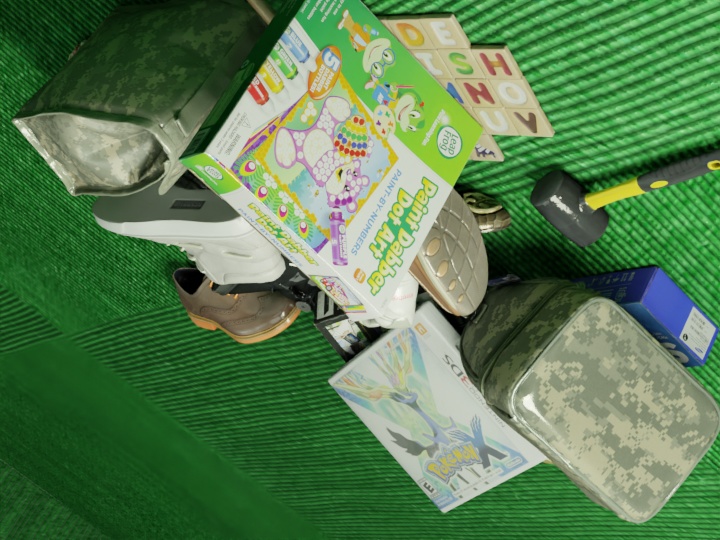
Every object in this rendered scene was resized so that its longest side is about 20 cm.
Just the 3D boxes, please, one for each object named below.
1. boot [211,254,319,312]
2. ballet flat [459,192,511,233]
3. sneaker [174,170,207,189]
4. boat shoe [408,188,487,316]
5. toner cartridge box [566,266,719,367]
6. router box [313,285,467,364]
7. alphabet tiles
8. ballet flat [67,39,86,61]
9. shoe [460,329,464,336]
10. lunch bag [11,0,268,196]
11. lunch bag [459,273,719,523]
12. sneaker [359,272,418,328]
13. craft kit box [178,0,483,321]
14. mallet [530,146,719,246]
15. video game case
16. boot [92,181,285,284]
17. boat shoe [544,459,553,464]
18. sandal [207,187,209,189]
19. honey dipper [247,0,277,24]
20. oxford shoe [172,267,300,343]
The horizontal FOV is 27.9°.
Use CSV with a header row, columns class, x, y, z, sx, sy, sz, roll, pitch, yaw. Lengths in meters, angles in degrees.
class,x,y,z,sx,sy,sz,roll,pitch,yaw
boot,-0.050,0.025,1.569,0.199,0.066,0.165,22,166,-16
ballet flat,0.047,-0.066,1.322,0.199,0.067,0.047,12,105,36
sneaker,-0.202,-0.116,1.475,0.091,0.078,0.200,20,152,29
boat shoe,0.040,-0.048,1.244,0.072,0.076,0.201,-13,113,51
toner cartridge box,0.225,0.051,1.347,0.095,0.043,0.200,43,152,-22
router box,0.064,0.075,1.486,0.148,0.051,0.200,-19,132,21
alphabet tiles,0.059,-0.149,1.205,0.199,0.008,0.167,8,146,41
ballet flat,-0.280,-0.160,1.488,0.075,0.064,0.200,30,154,2
shoe,0.175,0.118,1.389,0.199,0.072,0.091,30,158,6
lunch bag,-0.176,-0.153,1.270,0.199,0.164,0.118,2,137,47
lunch bag,0.188,0.101,1.268,0.200,0.140,0.168,41,174,-20
sneaker,0.000,0.000,1.367,0.200,0.077,0.100,-131,37,-65
craft kit box,-0.016,-0.098,1.138,0.197,0.201,0.048,44,150,-27
mallet,0.212,-0.073,1.149,0.066,0.041,0.200,34,151,-16
video game case,0.073,0.137,1.402,0.182,0.022,0.200,49,144,0
boot,-0.167,-0.029,1.410,0.199,0.074,0.096,8,135,33
boat shoe,0.176,0.159,1.500,0.200,0.072,0.066,10,129,-41
sandal,-0.123,-0.089,1.440,0.054,0.080,0.200,41,156,14
honey dipper,-0.066,-0.204,1.200,0.038,0.038,0.200,-6,133,52
oxford shoe,-0.150,0.034,1.696,0.199,0.071,0.073,4,139,44
